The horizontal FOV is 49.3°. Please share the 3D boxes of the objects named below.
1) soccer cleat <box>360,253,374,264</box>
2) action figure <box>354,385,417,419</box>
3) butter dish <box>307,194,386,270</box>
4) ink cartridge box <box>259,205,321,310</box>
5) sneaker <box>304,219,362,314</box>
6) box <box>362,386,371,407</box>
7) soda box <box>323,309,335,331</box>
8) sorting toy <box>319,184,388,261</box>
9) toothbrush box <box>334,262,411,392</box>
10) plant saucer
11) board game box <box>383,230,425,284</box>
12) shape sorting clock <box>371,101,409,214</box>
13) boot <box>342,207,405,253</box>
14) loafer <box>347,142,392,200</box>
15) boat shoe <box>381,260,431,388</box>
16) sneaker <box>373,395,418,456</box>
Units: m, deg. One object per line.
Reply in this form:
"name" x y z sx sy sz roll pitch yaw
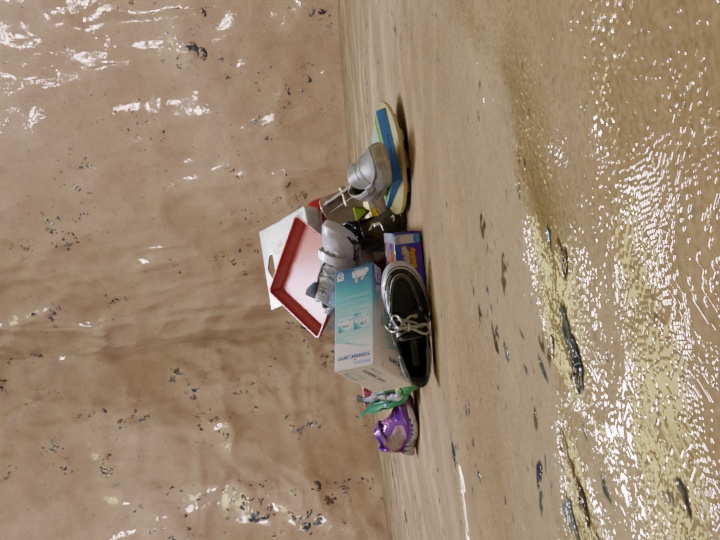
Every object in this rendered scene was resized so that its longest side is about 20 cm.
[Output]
"soccer cleat" 0.000 0.000 1.704 0.069 0.077 0.200 -47 -42 -41
"action figure" 0.059 0.238 1.587 0.200 0.055 0.118 -27 33 57
"butter dish" -0.003 -0.078 1.826 0.148 0.199 0.200 14 -115 -67
"ink cartridge box" -0.152 -0.026 1.815 0.176 0.045 0.201 -23 72 43
"sneaker" -0.054 -0.001 1.509 0.115 0.075 0.200 -55 -28 -26
"box" 0.046 0.211 1.842 0.095 0.102 0.200 87 175 -48
"soda box" -0.014 0.090 1.803 0.068 0.199 0.064 -107 10 -71
"sorting toy" 0.022 -0.112 1.674 0.200 0.107 0.180 -25 87 62
"toothbrush box" 0.024 0.109 1.459 0.146 0.085 0.201 35 -134 -52
"plant saucer" -0.105 0.011 1.708 0.200 0.037 0.200 39 117 39
"board game box" 0.075 0.000 1.347 0.200 0.045 0.135 -136 40 -86
"shape sorting clock" 0.055 -0.201 1.406 0.200 0.039 0.201 169 90 -84
"boot" 0.018 -0.070 1.526 0.200 0.097 0.075 136 121 -66
"loafer" 0.013 -0.163 1.342 0.200 0.070 0.070 101 157 -75
"boat shoe" 0.074 0.086 1.219 0.068 0.073 0.200 -94 -1 -74
"sneaker" 0.073 0.330 1.651 0.200 0.088 0.081 92 175 -50
